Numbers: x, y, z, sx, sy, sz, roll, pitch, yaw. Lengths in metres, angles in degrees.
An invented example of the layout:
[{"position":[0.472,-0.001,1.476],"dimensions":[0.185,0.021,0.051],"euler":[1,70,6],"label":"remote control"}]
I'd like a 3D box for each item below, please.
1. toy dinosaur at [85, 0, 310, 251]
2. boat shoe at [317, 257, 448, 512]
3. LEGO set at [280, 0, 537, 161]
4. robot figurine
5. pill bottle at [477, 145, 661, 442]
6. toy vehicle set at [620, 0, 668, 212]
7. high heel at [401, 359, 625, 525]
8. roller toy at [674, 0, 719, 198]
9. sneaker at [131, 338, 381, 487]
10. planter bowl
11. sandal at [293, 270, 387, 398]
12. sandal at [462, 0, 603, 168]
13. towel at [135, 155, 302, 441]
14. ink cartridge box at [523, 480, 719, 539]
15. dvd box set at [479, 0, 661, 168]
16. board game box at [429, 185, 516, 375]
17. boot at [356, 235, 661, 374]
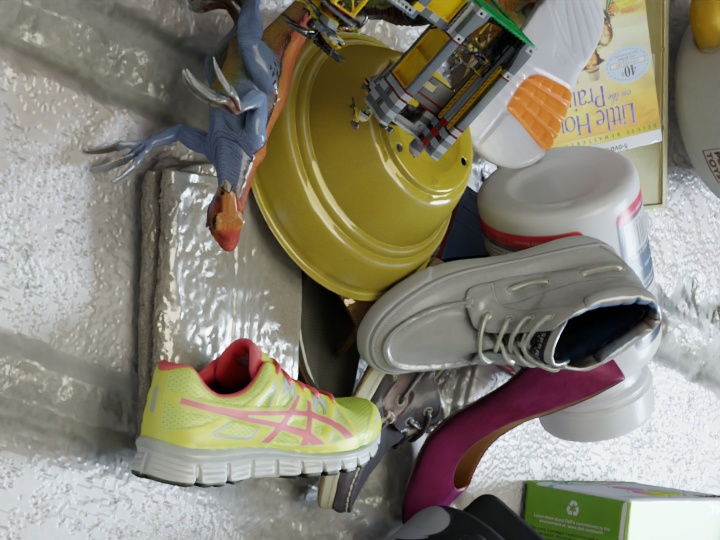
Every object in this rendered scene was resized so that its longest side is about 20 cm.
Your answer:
[{"position":[-0.068,-0.103,1.519],"dimensions":[0.200,0.105,0.182],"euler":[-8,77,-26],"label":"toy dinosaur"},{"position":[0.033,0.087,1.695],"dimensions":[0.200,0.065,0.072],"euler":[-62,173,-21],"label":"boat shoe"},{"position":[0.007,-0.160,1.532],"dimensions":[0.116,0.154,0.200],"euler":[-48,138,12],"label":"LEGO set"},{"position":[0.049,0.249,1.696],"dimensions":[0.200,0.125,0.150],"euler":[-40,123,-31],"label":"robot figurine"},{"position":[0.160,0.021,1.775],"dimensions":[0.120,0.120,0.200],"euler":[-37,126,-40],"label":"pill bottle"},{"position":[0.198,-0.143,1.903],"dimensions":[0.124,0.027,0.200],"euler":[-5,97,-47],"label":"toy vehicle set"},{"position":[0.105,0.125,1.725],"dimensions":[0.067,0.096,0.200],"euler":[-24,145,-61],"label":"high heel"},{"position":[0.349,-0.142,1.975],"dimensions":[0.200,0.140,0.183],"euler":[10,75,-48],"label":"roller toy"},{"position":[-0.060,0.088,1.558],"dimensions":[0.200,0.078,0.090],"euler":[-2,94,-46],"label":"sneaker"},{"position":[0.017,-0.086,1.628],"dimensions":[0.200,0.083,0.201],"euler":[21,60,-43],"label":"planter bowl"},{"position":[0.000,0.000,1.677],"dimensions":[0.082,0.055,0.200],"euler":[35,67,-45],"label":"sandal"},{"position":[0.117,-0.142,1.751],"dimensions":[0.079,0.059,0.207],"euler":[55,45,-21],"label":"sandal"},{"position":[-0.094,0.025,1.594],"dimensions":[0.132,0.034,0.200],"euler":[0,94,-46],"label":"towel"},{"position":[0.247,0.212,1.859],"dimensions":[0.148,0.200,0.076],"euler":[6,89,-48],"label":"ink cartridge box"},{"position":[0.155,-0.182,1.820],"dimensions":[0.146,0.029,0.200],"euler":[-14,101,-31],"label":"dvd box set"},{"position":[0.116,0.021,1.833],"dimensions":[0.200,0.019,0.103],"euler":[33,69,-44],"label":"board game box"},{"position":[0.104,0.035,1.631],"dimensions":[0.200,0.096,0.074],"euler":[-20,121,-15],"label":"boot"}]
